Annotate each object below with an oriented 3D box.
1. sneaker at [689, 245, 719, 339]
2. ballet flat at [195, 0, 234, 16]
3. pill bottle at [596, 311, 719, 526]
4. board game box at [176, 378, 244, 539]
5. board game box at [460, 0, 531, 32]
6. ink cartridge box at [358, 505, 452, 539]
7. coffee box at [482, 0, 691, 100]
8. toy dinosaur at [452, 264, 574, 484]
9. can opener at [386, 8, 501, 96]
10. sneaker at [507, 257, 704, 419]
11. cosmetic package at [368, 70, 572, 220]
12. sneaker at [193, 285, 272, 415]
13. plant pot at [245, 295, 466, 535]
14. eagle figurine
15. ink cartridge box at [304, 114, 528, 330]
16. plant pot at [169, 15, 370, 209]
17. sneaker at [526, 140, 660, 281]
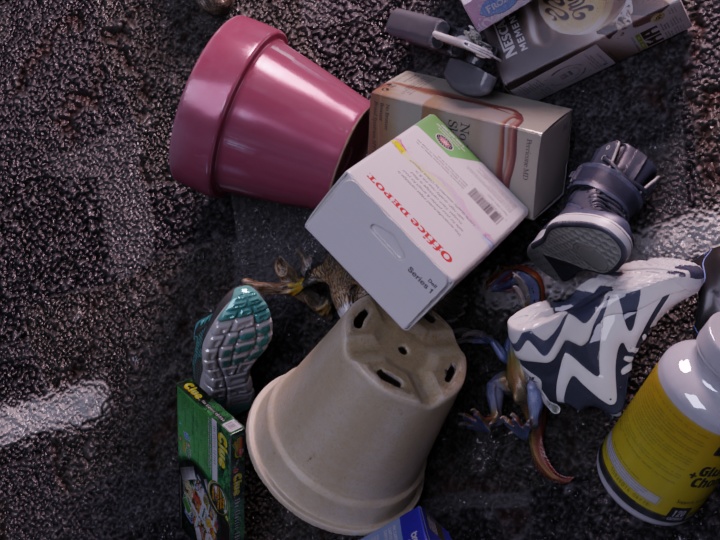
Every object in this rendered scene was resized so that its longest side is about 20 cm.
[{"bbox_3d":[0.369,0.075,1.422,0.077,0.070,0.202,-14,75,36],"label":"sneaker"},{"bbox_3d":[-0.205,-0.399,1.770,0.067,0.046,0.201,-26,70,16],"label":"ballet flat"},{"bbox_3d":[0.311,0.137,1.360,0.112,0.112,0.201,46,131,24],"label":"pill bottle"},{"bbox_3d":[-0.160,0.224,1.561,0.105,0.023,0.201,39,136,41],"label":"board game box"},{"bbox_3d":[0.180,-0.360,1.536,0.199,0.043,0.200,-29,35,11],"label":"board game box"},{"bbox_3d":[0.044,0.325,1.460,0.199,0.137,0.077,-32,35,13],"label":"ink cartridge box"},{"bbox_3d":[0.232,-0.272,1.537,0.199,0.080,0.114,-25,70,17],"label":"coffee box"},{"bbox_3d":[0.162,0.089,1.513,0.104,0.200,0.182,-7,42,39],"label":"toy dinosaur"},{"bbox_3d":[0.084,-0.240,1.559,0.067,0.052,0.200,-65,31,9],"label":"can opener"},{"bbox_3d":[0.252,0.075,1.422,0.198,0.079,0.131,-23,108,-10],"label":"sneaker"},{"bbox_3d":[0.113,-0.134,1.537,0.199,0.087,0.104,15,120,25],"label":"cosmetic package"},{"bbox_3d":[-0.152,0.074,1.586,0.092,0.077,0.201,63,149,33],"label":"sneaker"},{"bbox_3d":[0.010,0.130,1.448,0.201,0.199,0.184,54,136,23],"label":"plant pot"},{"bbox_3d":[0.002,0.007,1.540,0.199,0.151,0.152,-20,97,45],"label":"eagle figurine"},{"bbox_3d":[0.058,-0.051,1.426,0.145,0.200,0.084,45,125,4],"label":"ink cartridge box"},{"bbox_3d":[-0.087,-0.156,1.603,0.178,0.200,0.201,23,89,9],"label":"plant pot"},{"bbox_3d":[0.246,-0.067,1.433,0.077,0.202,0.146,42,80,-6],"label":"sneaker"}]
